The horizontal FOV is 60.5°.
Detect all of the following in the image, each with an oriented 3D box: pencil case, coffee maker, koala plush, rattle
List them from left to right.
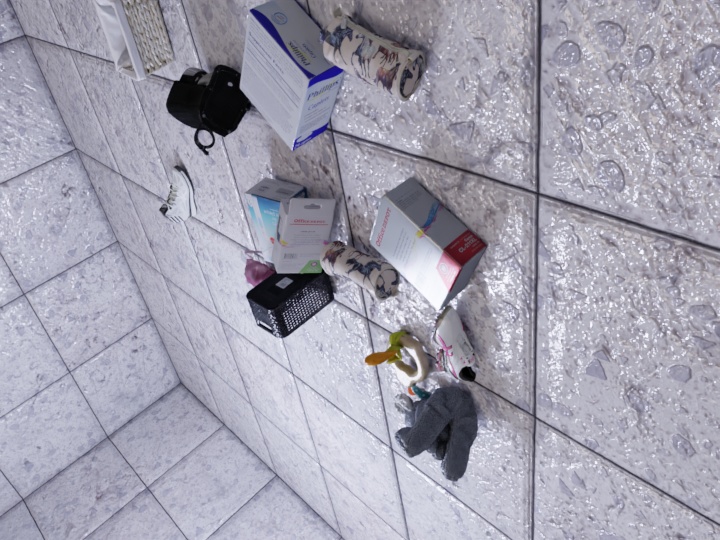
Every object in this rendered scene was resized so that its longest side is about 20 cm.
[{"bbox_3d":[-0.374,-0.386,1.453,0.198,0.193,0.136,18,151,49],"label":"coffee maker"},{"bbox_3d":[0.000,0.000,1.377,0.197,0.079,0.089,25,168,42],"label":"pencil case"},{"bbox_3d":[0.021,-0.353,1.015,0.198,0.078,0.090,37,160,30],"label":"pencil case"},{"bbox_3d":[0.093,0.259,1.456,0.127,0.143,0.205,13,126,25],"label":"rattle"},{"bbox_3d":[0.165,0.352,1.432,0.175,0.187,0.199,32,168,-12],"label":"koala plush"}]

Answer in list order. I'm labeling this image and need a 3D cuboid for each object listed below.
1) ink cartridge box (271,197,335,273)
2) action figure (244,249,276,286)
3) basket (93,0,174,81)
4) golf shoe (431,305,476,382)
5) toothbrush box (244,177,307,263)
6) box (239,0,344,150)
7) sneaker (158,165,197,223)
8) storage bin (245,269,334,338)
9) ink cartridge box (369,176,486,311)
[{"bbox_3d":[-0.131,-0.095,1.417,0.068,0.114,0.204,-117,34,-47],"label":"ink cartridge box"},{"bbox_3d":[-0.245,0.022,1.780,0.198,0.131,0.154,10,101,53],"label":"action figure"},{"bbox_3d":[-0.582,-0.619,1.597,0.134,0.122,0.204,29,141,37],"label":"basket"},{"bbox_3d":[0.199,0.150,1.259,0.091,0.073,0.203,25,148,32],"label":"golf shoe"},{"bbox_3d":[-0.191,-0.113,1.540,0.144,0.085,0.204,18,135,35],"label":"toothbrush box"},{"bbox_3d":[-0.134,-0.378,1.192,0.185,0.104,0.201,49,150,11],"label":"box"},{"bbox_3d":[-0.605,-0.235,2.013,0.075,0.114,0.204,34,144,31],"label":"sneaker"},{"bbox_3d":[-0.180,0.066,1.595,0.133,0.198,0.096,21,137,43],"label":"storage bin"},{"bbox_3d":[0.121,-0.050,1.158,0.200,0.082,0.147,45,149,18],"label":"ink cartridge box"}]
